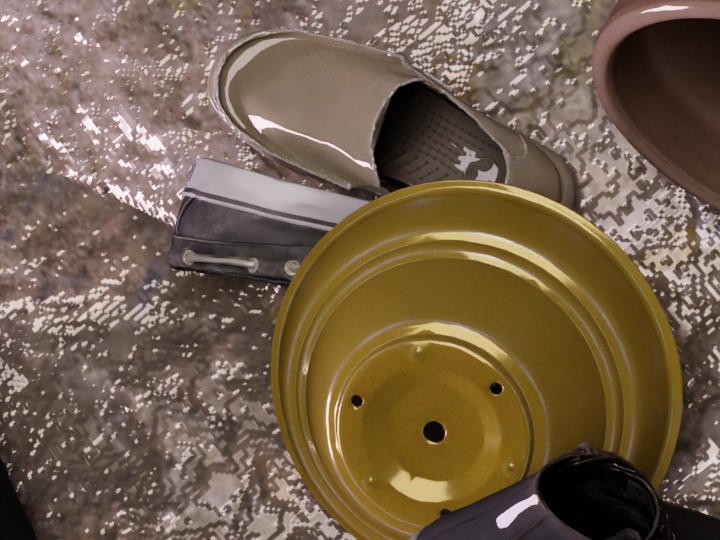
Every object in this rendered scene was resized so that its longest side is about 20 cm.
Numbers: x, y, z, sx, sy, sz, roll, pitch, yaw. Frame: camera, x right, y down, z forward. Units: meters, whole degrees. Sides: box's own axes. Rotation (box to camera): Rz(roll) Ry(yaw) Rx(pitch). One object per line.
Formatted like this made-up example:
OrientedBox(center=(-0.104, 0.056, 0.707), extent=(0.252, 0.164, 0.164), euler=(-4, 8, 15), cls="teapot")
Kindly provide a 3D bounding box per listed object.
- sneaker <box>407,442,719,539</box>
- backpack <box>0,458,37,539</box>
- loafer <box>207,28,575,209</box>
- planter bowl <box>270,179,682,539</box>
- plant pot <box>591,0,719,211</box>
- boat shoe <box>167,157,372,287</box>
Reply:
OrientedBox(center=(0.125, 0.128, 1.297), extent=(0.106, 0.200, 0.075), euler=(-38, 58, 45), cls="sneaker")
OrientedBox(center=(-0.276, 0.132, 1.448), extent=(0.200, 0.135, 0.183), euler=(-29, 71, 11), cls="backpack")
OrientedBox(center=(0.011, -0.073, 1.445), extent=(0.200, 0.068, 0.076), euler=(22, 84, 19), cls="loafer")
OrientedBox(center=(0.043, 0.064, 1.357), extent=(0.200, 0.083, 0.200), euler=(4, 105, 15), cls="planter bowl")
OrientedBox(center=(0.230, -0.127, 1.348), extent=(0.200, 0.200, 0.175), euler=(21, 68, 19), cls="plant pot")
OrientedBox(center=(0.000, 0.000, 1.436), extent=(0.200, 0.071, 0.064), euler=(15, 85, 24), cls="boat shoe")
